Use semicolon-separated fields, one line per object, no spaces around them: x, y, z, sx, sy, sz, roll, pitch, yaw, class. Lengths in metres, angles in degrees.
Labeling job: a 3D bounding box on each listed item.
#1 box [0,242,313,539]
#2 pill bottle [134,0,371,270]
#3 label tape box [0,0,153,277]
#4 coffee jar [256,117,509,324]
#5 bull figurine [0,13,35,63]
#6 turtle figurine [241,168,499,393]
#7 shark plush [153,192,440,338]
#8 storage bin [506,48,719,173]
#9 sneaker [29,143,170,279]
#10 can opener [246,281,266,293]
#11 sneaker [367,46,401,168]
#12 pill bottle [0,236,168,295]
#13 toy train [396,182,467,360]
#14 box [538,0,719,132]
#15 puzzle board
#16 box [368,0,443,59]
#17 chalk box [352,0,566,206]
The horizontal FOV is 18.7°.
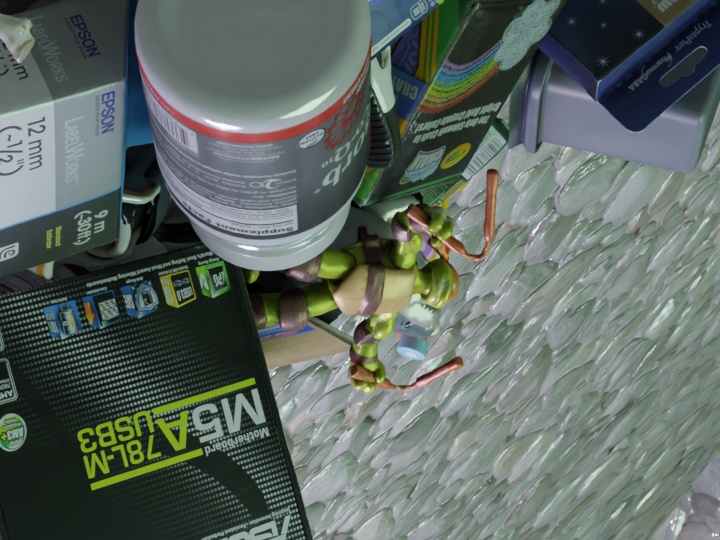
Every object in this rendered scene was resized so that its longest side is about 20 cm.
-0.138;0.096;1.260;0.199;0.194;0.047;-15;179;-36;box
-0.052;-0.083;1.127;0.116;0.116;0.200;-40;163;-15;pill bottle
-0.168;-0.068;1.148;0.199;0.066;0.144;-17;150;-18;label tape box
0.002;-0.059;1.516;0.200;0.104;0.085;-46;161;3;coffee jar
-0.190;-0.148;0.964;0.200;0.121;0.065;-58;-179;17;bull figurine
0.000;0.000;1.351;0.161;0.065;0.200;1;139;-20;turtle figurine
-0.040;0.001;1.438;0.199;0.091;0.084;2;133;-14;shark plush
0.199;-0.173;1.531;0.146;0.134;0.201;87;23;-63;storage bin
-0.139;-0.054;1.287;0.200;0.079;0.079;-33;156;-35;sneaker
-0.038;-0.006;1.606;0.200;0.066;0.053;-38;161;-34;can opener
-0.004;-0.155;1.263;0.088;0.074;0.201;-41;126;-31;sneaker
-0.202;0.056;1.319;0.200;0.114;0.114;-30;155;-34;pill bottle
0.047;-0.044;1.622;0.150;0.055;0.201;73;32;-71;toy train
0.149;-0.191;1.408;0.121;0.200;0.032;-40;160;-16;box
-0.115;0.058;1.479;0.199;0.017;0.151;-13;167;11;puzzle board
-0.029;-0.203;1.124;0.070;0.064;0.200;-40;134;-14;box
0.015;-0.128;1.373;0.125;0.124;0.200;-17;144;-55;chalk box
